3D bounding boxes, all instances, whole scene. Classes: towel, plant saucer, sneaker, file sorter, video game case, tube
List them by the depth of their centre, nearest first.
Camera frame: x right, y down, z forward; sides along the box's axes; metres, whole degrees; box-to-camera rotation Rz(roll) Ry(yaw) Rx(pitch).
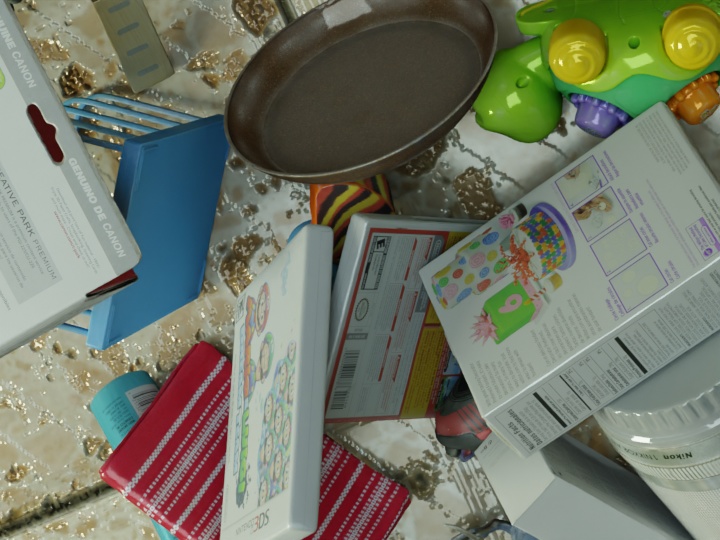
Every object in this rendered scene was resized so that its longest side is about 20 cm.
[{"bbox_3d":[-0.058,0.089,1.332,0.024,0.182,0.201,8,72,-16],"label":"video game case"},{"bbox_3d":[0.003,-0.124,1.350,0.199,0.201,0.032,-16,130,13],"label":"plant saucer"},{"bbox_3d":[0.051,0.034,1.362,0.017,0.199,0.144,26,107,42],"label":"video game case"},{"bbox_3d":[0.119,0.041,1.371,0.200,0.071,0.098,-41,114,-6],"label":"sneaker"},{"bbox_3d":[-0.185,-0.045,1.381,0.122,0.200,0.140,15,103,11],"label":"file sorter"},{"bbox_3d":[-0.074,0.154,1.433,0.200,0.145,0.023,36,144,2],"label":"towel"},{"bbox_3d":[-0.127,0.165,1.442,0.077,0.050,0.200,-28,66,-15],"label":"tube"}]

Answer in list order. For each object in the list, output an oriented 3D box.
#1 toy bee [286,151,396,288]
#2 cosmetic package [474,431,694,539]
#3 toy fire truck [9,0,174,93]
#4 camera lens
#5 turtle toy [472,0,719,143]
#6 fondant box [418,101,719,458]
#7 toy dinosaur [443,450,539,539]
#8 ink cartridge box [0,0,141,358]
[{"bbox_3d":[0.000,0.000,1.410,0.108,0.200,0.132,2,63,-14],"label":"toy bee"},{"bbox_3d":[0.172,0.172,1.360,0.200,0.083,0.051,31,106,-31],"label":"cosmetic package"},{"bbox_3d":[-0.232,-0.211,1.410,0.175,0.129,0.201,-28,84,14],"label":"toy fire truck"},{"bbox_3d":[0.250,0.091,1.310,0.160,0.160,0.200,-32,127,14],"label":"camera lens"},{"bbox_3d":[0.167,-0.142,1.337,0.199,0.146,0.102,-7,119,13],"label":"turtle toy"},{"bbox_3d":[0.149,0.005,1.265,0.200,0.145,0.058,-34,132,11],"label":"fondant box"},{"bbox_3d":[0.130,0.191,1.435,0.199,0.105,0.183,-6,98,-22],"label":"toy dinosaur"},{"bbox_3d":[-0.233,-0.056,1.246,0.175,0.084,0.201,-28,90,19],"label":"ink cartridge box"}]
